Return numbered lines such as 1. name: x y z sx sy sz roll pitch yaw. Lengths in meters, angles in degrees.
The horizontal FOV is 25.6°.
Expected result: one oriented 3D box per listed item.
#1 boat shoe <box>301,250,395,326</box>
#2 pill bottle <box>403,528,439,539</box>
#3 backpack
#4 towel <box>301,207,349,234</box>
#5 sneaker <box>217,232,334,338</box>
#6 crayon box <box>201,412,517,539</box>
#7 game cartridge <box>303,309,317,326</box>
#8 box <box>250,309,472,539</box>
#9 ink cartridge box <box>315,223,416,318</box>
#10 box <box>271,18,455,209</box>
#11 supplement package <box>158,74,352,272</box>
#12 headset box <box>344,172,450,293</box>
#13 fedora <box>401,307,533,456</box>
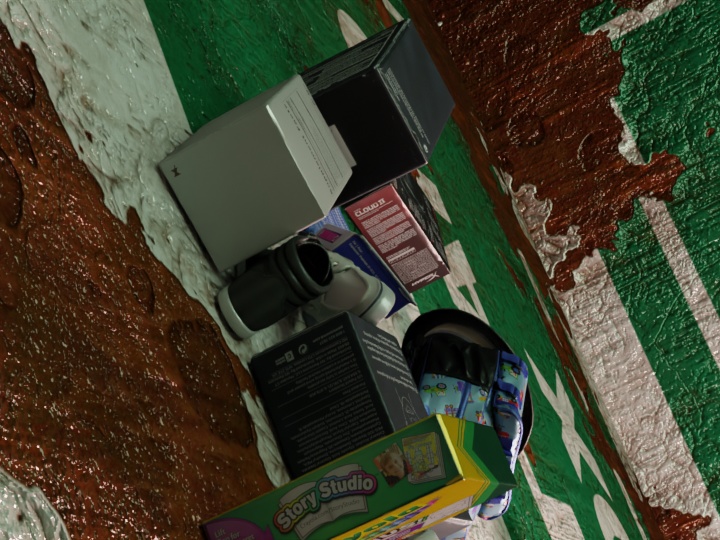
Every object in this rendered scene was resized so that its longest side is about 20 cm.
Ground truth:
1. boat shoe: -0.031 0.014 1.579 0.066 0.072 0.200 47 -5 -22
2. pill bottle: 0.054 0.327 1.315 0.201 0.113 0.113 64 13 4
3. backpack: 0.093 0.186 1.615 0.200 0.133 0.184 -71 169 -62
4. towel: -0.060 -0.099 1.900 0.146 0.024 0.200 67 13 10
5. sneaker: -0.066 0.004 1.504 0.071 0.099 0.200 60 12 -7
6. crayon box: 0.005 0.179 1.213 0.059 0.199 0.172 67 14 15
7. game cartridge: 0.004 0.104 1.728 0.134 0.040 0.200 66 12 26
8. box: 0.002 0.158 1.454 0.201 0.106 0.148 67 13 20
9. ink cartridge box: 0.000 0.000 1.712 0.095 0.037 0.200 51 -8 -11
10. box: -0.019 -0.157 1.720 0.124 0.199 0.199 60 23 -16
11. supplement package: -0.096 -0.098 1.532 0.120 0.121 0.200 61 13 -10
12. headset box: 0.037 -0.091 2.145 0.200 0.077 0.149 52 16 -37
13. fedora: 0.103 0.149 1.834 0.091 0.200 0.202 -30 93 -47
